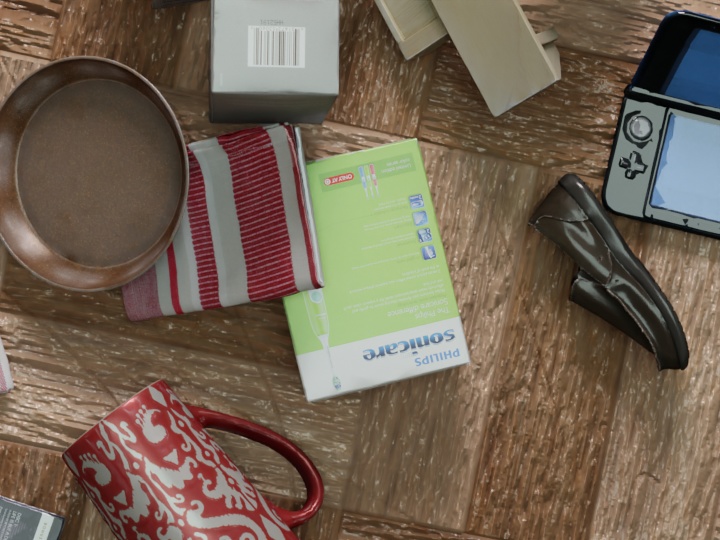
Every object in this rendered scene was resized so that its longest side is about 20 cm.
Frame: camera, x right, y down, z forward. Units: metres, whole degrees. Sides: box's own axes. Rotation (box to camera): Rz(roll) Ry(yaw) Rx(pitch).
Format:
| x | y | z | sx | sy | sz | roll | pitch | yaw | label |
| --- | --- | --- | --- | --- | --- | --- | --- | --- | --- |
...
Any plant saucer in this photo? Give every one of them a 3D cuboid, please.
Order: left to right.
| x | y | z | sx | sy | sz | roll | pitch | yaw | label |
| --- | --- | --- | --- | --- | --- | --- | --- | --- | --- |
| -0.230 | -0.082 | 1.534 | 0.200 | 0.034 | 0.201 | 1 | 93 | 21 | plant saucer |

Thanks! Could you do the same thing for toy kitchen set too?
| x | y | z | sx | sy | sz | roll | pitch | yaw | label |
| --- | --- | --- | --- | --- | --- | --- | --- | --- | --- |
| 0.154 | -0.241 | 1.580 | 0.200 | 0.180 | 0.163 | -29 | 87 | 35 | toy kitchen set |

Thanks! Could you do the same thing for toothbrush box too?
| x | y | z | sx | sy | sz | roll | pitch | yaw | label |
| --- | --- | --- | --- | --- | --- | --- | --- | --- | --- |
| 0.000 | 0.000 | 1.554 | 0.145 | 0.086 | 0.200 | -14 | 89 | -2 | toothbrush box |

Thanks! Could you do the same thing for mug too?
| x | y | z | sx | sy | sz | roll | pitch | yaw | label |
| --- | --- | --- | --- | --- | --- | --- | --- | --- | --- |
| -0.142 | 0.197 | 1.539 | 0.133 | 0.177 | 0.200 | -40 | 87 | 32 | mug |

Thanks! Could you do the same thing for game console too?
| x | y | z | sx | sy | sz | roll | pitch | yaw | label |
| --- | --- | --- | --- | --- | --- | --- | --- | --- | --- |
| 0.331 | -0.115 | 1.566 | 0.200 | 0.118 | 0.171 | 13 | 88 | -3 | game console |

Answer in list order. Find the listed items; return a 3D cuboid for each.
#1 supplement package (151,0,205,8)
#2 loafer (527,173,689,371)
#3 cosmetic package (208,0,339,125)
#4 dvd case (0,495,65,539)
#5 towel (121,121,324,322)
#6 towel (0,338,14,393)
| x | y | z | sx | sy | sz | roll | pitch | yaw | label |
| --- | --- | --- | --- | --- | --- | --- | --- | --- | --- |
| -0.095 | -0.324 | 1.543 | 0.200 | 0.111 | 0.156 | -10 | 90 | -5 | supplement package |
| 0.218 | 0.012 | 1.585 | 0.071 | 0.073 | 0.200 | -35 | 86 | 5 | loafer |
| -0.075 | -0.172 | 1.498 | 0.107 | 0.200 | 0.090 | 0 | 91 | -7 | cosmetic package |
| -0.374 | 0.254 | 1.556 | 0.200 | 0.016 | 0.149 | 19 | 86 | -3 | dvd case |
| -0.128 | -0.040 | 1.525 | 0.200 | 0.023 | 0.144 | -10 | 90 | 30 | towel |
| -0.413 | 0.064 | 1.551 | 0.200 | 0.030 | 0.147 | -17 | 91 | -5 | towel |
